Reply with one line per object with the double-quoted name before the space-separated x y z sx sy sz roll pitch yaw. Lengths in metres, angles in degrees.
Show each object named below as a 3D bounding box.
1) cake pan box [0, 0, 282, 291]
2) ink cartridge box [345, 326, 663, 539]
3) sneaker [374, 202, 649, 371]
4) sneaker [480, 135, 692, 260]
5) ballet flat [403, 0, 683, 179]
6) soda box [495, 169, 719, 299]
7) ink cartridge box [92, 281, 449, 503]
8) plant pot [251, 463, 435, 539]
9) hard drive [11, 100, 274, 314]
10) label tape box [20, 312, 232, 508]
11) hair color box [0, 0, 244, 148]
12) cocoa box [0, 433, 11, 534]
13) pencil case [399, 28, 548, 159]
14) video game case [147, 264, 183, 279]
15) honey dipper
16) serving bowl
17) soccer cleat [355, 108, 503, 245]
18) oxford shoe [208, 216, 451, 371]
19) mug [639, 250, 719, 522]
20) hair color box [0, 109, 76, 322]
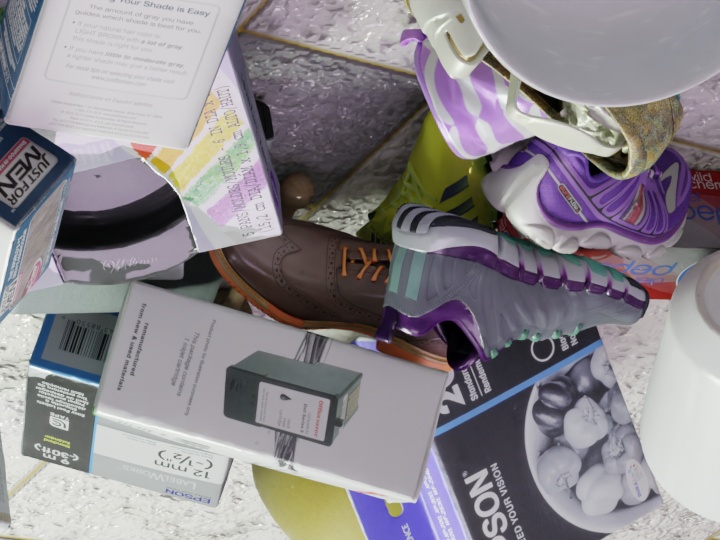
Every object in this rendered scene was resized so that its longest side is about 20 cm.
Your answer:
"cake pan box" -0.150 -0.082 1.372 0.183 0.052 0.201 -10 129 5
"ink cartridge box" 0.083 0.110 1.661 0.199 0.199 0.043 -27 -165 -18
"sneaker" 0.087 0.023 1.513 0.199 0.088 0.074 17 -179 -37
"sneaker" 0.157 -0.057 1.518 0.084 0.081 0.200 -50 159 24
"ballet flat" 0.082 -0.117 1.339 0.200 0.071 0.071 34 138 -8
"soda box" 0.193 -0.024 1.638 0.199 0.064 0.070 2 148 -21
"ink cartridge box" -0.058 0.076 1.532 0.199 0.085 0.146 16 174 -6
"plant pot" 0.043 0.125 1.755 0.199 0.200 0.142 14 118 -37
"hard drive" -0.141 -0.037 1.538 0.139 0.033 0.200 -1 150 -17
"label tape box" -0.154 0.105 1.707 0.142 0.066 0.200 15 146 -1
"hair color box" -0.106 -0.160 1.227 0.099 0.061 0.201 7 129 -24
"cocoa box" -0.310 0.085 1.524 0.131 0.201 0.133 17 140 -39
"pencil case" 0.128 -0.132 1.412 0.199 0.084 0.086 -23 114 17
"video game case" -0.198 -0.055 1.430 0.199 0.018 0.144 1 127 -7
"honey dipper" -0.072 -0.002 1.620 0.038 0.038 0.200 2 147 -21
"serving bowl" 0.132 -0.188 1.273 0.199 0.066 0.201 -8 118 -15
"soccer cleat" 0.040 -0.036 1.562 0.083 0.065 0.200 -11 152 -8
"oxford shoe" 0.000 0.000 1.535 0.199 0.072 0.073 20 146 -29
"mug" 0.262 0.048 1.621 0.149 0.187 0.154 16 146 18
"hair color box" -0.251 -0.064 1.306 0.199 0.061 0.100 33 143 6
